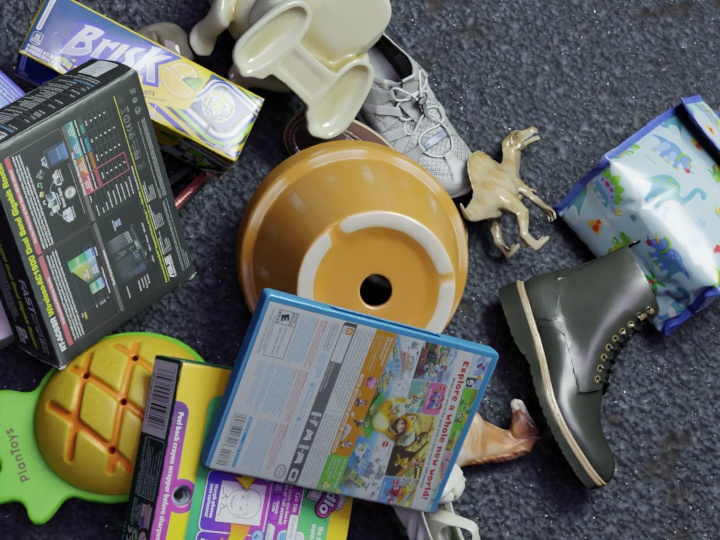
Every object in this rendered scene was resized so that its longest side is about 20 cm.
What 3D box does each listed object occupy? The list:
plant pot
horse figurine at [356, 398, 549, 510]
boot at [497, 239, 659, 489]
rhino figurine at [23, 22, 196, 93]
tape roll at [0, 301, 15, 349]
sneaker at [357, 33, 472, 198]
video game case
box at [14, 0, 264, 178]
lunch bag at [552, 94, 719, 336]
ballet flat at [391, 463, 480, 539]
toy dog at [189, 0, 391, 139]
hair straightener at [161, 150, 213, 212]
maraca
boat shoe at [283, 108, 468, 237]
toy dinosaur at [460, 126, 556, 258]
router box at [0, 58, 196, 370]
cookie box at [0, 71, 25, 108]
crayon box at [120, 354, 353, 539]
[{"bbox_3d":[0.000,0.000,1.220,0.199,0.183,0.201,-1,100,-7],"label":"plant pot"},{"bbox_3d":[0.056,0.147,1.294,0.200,0.050,0.133,-35,97,-29],"label":"horse figurine"},{"bbox_3d":[0.221,0.081,1.324,0.138,0.077,0.201,-24,79,10],"label":"boot"},{"bbox_3d":[-0.224,-0.157,1.316,0.200,0.060,0.088,-28,85,-22],"label":"rhino figurine"},{"bbox_3d":[-0.347,-0.023,1.245,0.202,0.037,0.203,6,70,-15],"label":"tape roll"},{"bbox_3d":[0.037,-0.150,1.377,0.075,0.082,0.200,-42,89,-24],"label":"sneaker"},{"bbox_3d":[-0.006,0.103,1.130,0.199,0.018,0.144,15,104,-24],"label":"video game case"},{"bbox_3d":[-0.188,-0.156,1.258,0.200,0.070,0.064,26,74,-11],"label":"box"},{"bbox_3d":[0.318,-0.065,1.416,0.200,0.127,0.170,-33,81,-36],"label":"lunch bag"},{"bbox_3d":[0.064,0.197,1.229,0.069,0.069,0.201,-25,113,-23],"label":"ballet flat"},{"bbox_3d":[-0.070,-0.245,1.330,0.139,0.200,0.194,27,101,-39],"label":"toy dog"},{"bbox_3d":[-0.187,-0.076,1.306,0.077,0.041,0.200,42,71,1],"label":"hair straightener"},{"bbox_3d":[-0.210,0.126,1.198,0.199,0.107,0.137,-20,72,-13],"label":"maraca"},{"bbox_3d":[0.015,-0.075,1.340,0.200,0.072,0.072,41,97,-4],"label":"boat shoe"},{"bbox_3d":[0.127,-0.061,1.370,0.101,0.058,0.200,55,35,-12],"label":"toy dinosaur"},{"bbox_3d":[-0.226,-0.046,1.177,0.150,0.062,0.201,-37,129,-35],"label":"router box"},{"bbox_3d":[-0.353,-0.076,1.200,0.171,0.075,0.200,43,65,-1],"label":"cookie box"},{"bbox_3d":[-0.092,0.179,1.166,0.172,0.058,0.201,13,86,-31],"label":"crayon box"}]
